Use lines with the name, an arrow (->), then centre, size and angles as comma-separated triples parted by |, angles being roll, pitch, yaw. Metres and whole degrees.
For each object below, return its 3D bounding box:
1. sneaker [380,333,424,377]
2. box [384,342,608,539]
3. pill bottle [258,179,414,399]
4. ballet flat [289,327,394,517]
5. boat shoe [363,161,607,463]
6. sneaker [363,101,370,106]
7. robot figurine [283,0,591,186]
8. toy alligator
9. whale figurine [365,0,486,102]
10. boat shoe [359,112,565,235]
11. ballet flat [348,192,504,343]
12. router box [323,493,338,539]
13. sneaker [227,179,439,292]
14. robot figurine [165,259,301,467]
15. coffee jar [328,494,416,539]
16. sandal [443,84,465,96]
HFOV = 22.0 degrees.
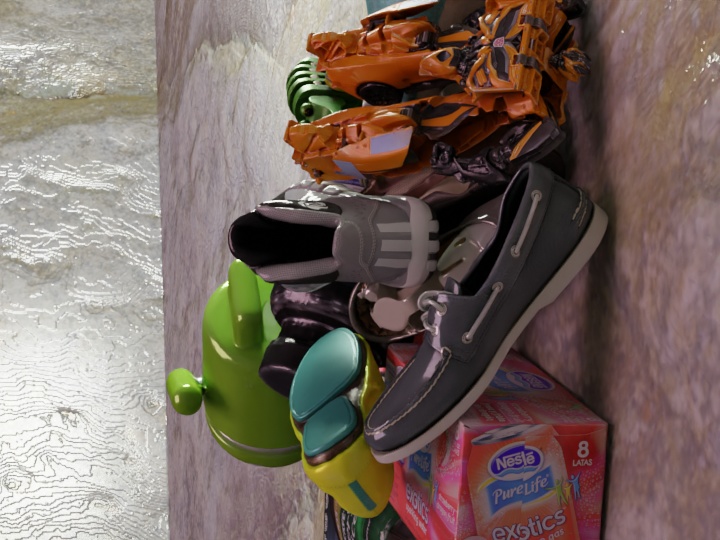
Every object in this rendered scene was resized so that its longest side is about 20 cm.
sneaker -> 0.038, 0.013, 1.471 | 0.094, 0.070, 0.200 | -63, 19, 20
box -> 0.078, 0.117, 1.174 | 0.200, 0.093, 0.104 | -140, 52, -74
pill bottle -> 0.000, 0.000, 1.354 | 0.112, 0.111, 0.202 | 131, 161, -71
ballet flat -> -0.007, 0.102, 1.195 | 0.067, 0.067, 0.200 | 53, -171, -16
boat shoe -> 0.061, 0.023, 1.094 | 0.200, 0.062, 0.073 | -49, 20, -2
sneaker -> 0.011, -0.082, 1.487 | 0.201, 0.078, 0.090 | -54, 2, 25
robot figurine -> 0.050, -0.117, 1.158 | 0.198, 0.058, 0.146 | -9, 58, 35
toy alligator -> -0.024, -0.111, 1.292 | 0.201, 0.054, 0.060 | -98, 15, -62
whale figurine -> 0.037, -0.194, 1.282 | 0.159, 0.103, 0.202 | 152, 137, -78
boat shoe -> 0.054, -0.062, 1.231 | 0.199, 0.075, 0.075 | -24, 66, 40
ballet flat -> 0.063, 0.006, 1.190 | 0.199, 0.064, 0.068 | -27, 97, 51
router box -> 0.011, 0.233, 1.542 | 0.150, 0.061, 0.203 | 176, 95, -77
sneaker -> -0.049, -0.024, 1.194 | 0.199, 0.115, 0.076 | -2, 89, 53
robot figurine -> -0.073, 0.080, 1.529 | 0.201, 0.173, 0.116 | 94, 166, -46
coffee jar -> 0.036, 0.196, 1.362 | 0.200, 0.084, 0.105 | -162, 54, -78
sandal -> 0.075, -0.081, 1.291 | 0.080, 0.057, 0.203 | 109, 158, -54
